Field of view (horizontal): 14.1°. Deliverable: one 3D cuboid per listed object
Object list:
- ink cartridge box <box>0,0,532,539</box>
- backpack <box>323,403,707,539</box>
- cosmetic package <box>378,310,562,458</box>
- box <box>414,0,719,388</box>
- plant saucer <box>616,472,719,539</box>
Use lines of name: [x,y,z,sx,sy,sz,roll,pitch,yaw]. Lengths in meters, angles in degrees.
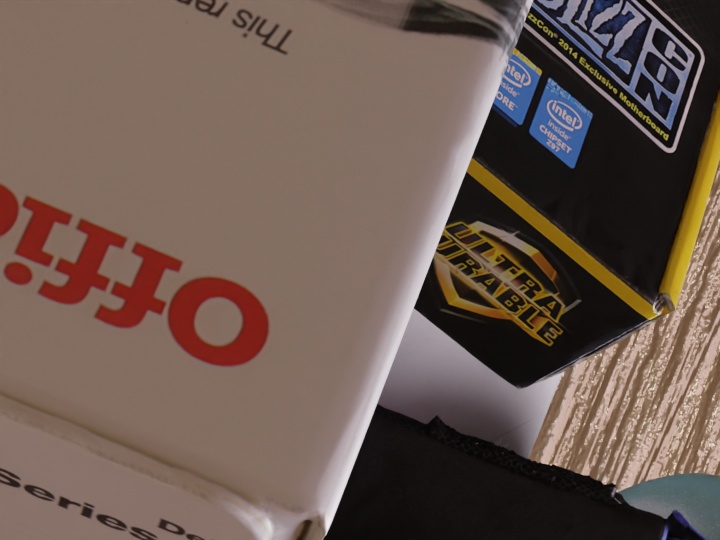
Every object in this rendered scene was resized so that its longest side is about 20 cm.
ink cartridge box: [-0.045,-0.059,0.445,0.083,0.147,0.200,116,-3,-64]
backpack: [0.009,0.143,0.701,0.200,0.134,0.183,102,6,-70]
cosmetic package: [0.000,0.000,0.768,0.107,0.090,0.200,-19,142,-32]
box: [-0.004,-0.095,0.599,0.049,0.200,0.160,-32,-154,45]
plant saucer: [0.065,0.150,0.775,0.200,0.027,0.200,-38,-135,50]
